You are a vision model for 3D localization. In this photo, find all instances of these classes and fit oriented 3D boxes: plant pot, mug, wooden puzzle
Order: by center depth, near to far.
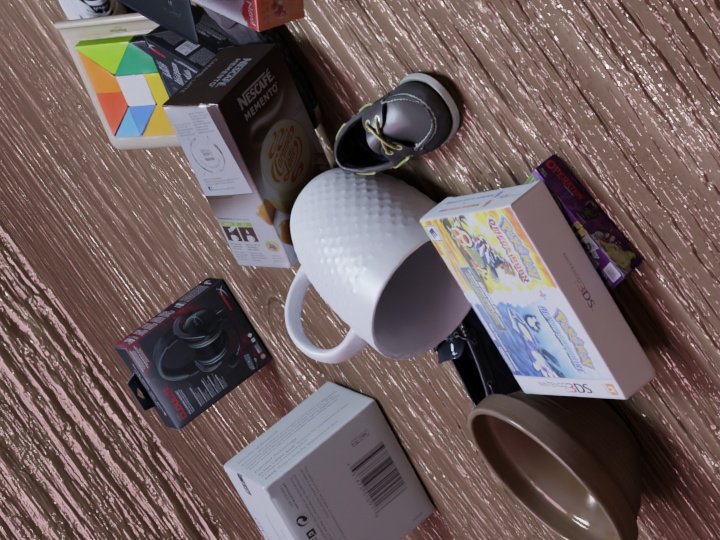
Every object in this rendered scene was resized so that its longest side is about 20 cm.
[{"bbox_3d":[0.206,0.179,1.564,0.201,0.093,0.201,41,163,16],"label":"plant pot"},{"bbox_3d":[0.000,0.000,1.604,0.175,0.201,0.147,41,-172,37],"label":"mug"},{"bbox_3d":[-0.264,-0.223,1.955,0.183,0.037,0.201,0,131,31],"label":"wooden puzzle"}]

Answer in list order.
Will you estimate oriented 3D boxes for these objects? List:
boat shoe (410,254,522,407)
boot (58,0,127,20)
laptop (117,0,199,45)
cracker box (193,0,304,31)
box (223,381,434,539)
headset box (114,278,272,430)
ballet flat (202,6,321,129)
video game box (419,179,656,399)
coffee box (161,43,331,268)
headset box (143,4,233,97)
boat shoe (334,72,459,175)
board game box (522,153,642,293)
[{"bbox_3d":[0.103,0.068,1.677,0.201,0.062,0.075,57,162,-4],"label":"boat shoe"},{"bbox_3d":[-0.319,-0.306,1.997,0.200,0.073,0.096,50,167,12],"label":"boot"},{"bbox_3d":[-0.175,-0.347,1.501,0.187,0.201,0.116,33,177,46],"label":"laptop"},{"bbox_3d":[-0.133,-0.320,1.531,0.199,0.057,0.135,30,133,47],"label":"cracker box"},{"bbox_3d":[-0.041,0.294,2.176,0.130,0.199,0.200,14,137,60],"label":"box"},{"bbox_3d":[-0.257,0.129,2.395,0.150,0.199,0.077,59,160,-13],"label":"headset box"},{"bbox_3d":[-0.096,-0.232,1.678,0.066,0.057,0.201,-15,118,39],"label":"ballet flat"},{"bbox_3d":[0.154,0.021,1.430,0.201,0.047,0.182,58,157,-10],"label":"video game box"},{"bbox_3d":[-0.106,-0.117,1.659,0.079,0.115,0.201,3,131,38],"label":"coffee box"},{"bbox_3d":[-0.149,-0.180,1.819,0.148,0.075,0.201,33,152,45],"label":"headset box"},{"bbox_3d":[0.031,-0.130,1.511,0.072,0.060,0.201,55,161,-5],"label":"boat shoe"},{"bbox_3d":[0.172,-0.014,1.433,0.120,0.032,0.200,47,159,6],"label":"board game box"}]
